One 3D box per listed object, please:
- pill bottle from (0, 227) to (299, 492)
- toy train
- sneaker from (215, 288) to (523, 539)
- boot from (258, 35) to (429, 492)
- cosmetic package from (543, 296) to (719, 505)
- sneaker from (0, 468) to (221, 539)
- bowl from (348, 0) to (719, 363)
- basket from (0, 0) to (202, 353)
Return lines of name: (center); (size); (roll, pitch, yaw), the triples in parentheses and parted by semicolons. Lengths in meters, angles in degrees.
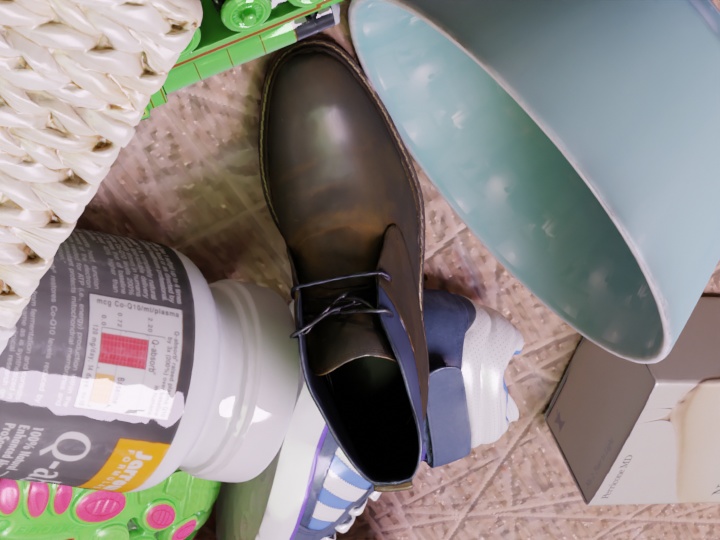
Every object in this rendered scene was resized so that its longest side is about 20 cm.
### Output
pill bottle: (-0.135, 0.038, 0.810); (0.198, 0.117, 0.117); (12, 127, -31)
toy train: (-0.095, -0.091, 0.758); (0.198, 0.042, 0.057); (-21, 147, -2)
sneaker: (0.013, 0.097, 0.955); (0.145, 0.081, 0.202); (6, 124, -22)
boot: (0.000, 0.000, 0.803); (0.074, 0.097, 0.202); (-14, 111, -1)
cosmetic package: (0.218, 0.075, 1.028); (0.198, 0.073, 0.104); (1, 132, -25)
sneaker: (-0.144, 0.106, 0.910); (0.077, 0.084, 0.199); (-57, 146, 9)
bowl: (0.097, -0.069, 0.771); (0.105, 0.201, 0.202); (-39, 138, -10)
basket: (-0.180, -0.105, 0.593); (0.199, 0.199, 0.161); (24, 118, -38)
